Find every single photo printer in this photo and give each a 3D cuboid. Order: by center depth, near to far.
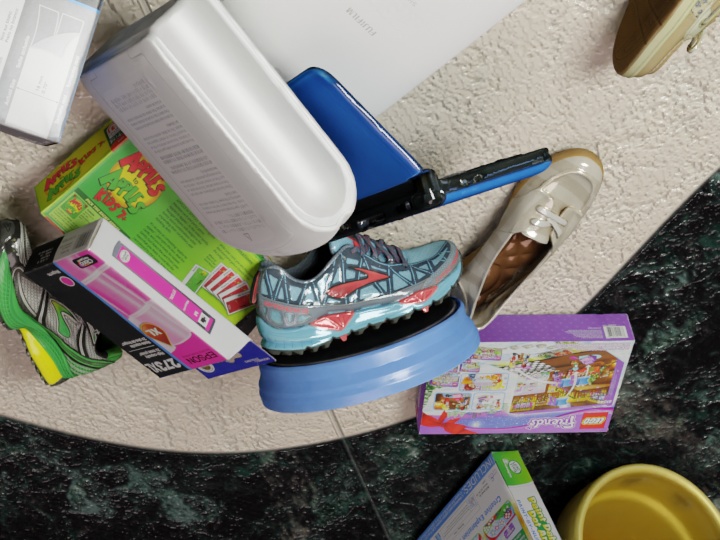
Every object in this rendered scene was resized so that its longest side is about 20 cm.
[{"bbox_3d":[0.005,-0.204,0.893,0.199,0.070,0.166,-34,128,26],"label":"photo printer"},{"bbox_3d":[-0.098,-0.095,0.900,0.201,0.070,0.166,50,156,-18],"label":"photo printer"}]

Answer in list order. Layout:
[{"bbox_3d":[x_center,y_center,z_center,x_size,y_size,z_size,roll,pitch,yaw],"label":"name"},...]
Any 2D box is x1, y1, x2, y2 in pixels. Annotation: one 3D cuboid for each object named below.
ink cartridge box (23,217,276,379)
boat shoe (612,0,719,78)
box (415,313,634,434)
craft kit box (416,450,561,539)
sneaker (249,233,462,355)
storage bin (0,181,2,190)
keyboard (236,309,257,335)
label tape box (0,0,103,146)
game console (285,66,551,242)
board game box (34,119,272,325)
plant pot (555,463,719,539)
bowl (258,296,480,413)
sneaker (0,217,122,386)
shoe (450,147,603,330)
[{"bbox_3d":[-0.168,0.038,1.014,0.094,0.037,0.200,-16,135,42],"label":"ink cartridge box"},{"bbox_3d":[0.257,-0.214,0.903,0.062,0.074,0.201,22,128,-21],"label":"boat shoe"},{"bbox_3d":[0.157,0.103,1.227,0.196,0.039,0.138,0,134,-5],"label":"box"},{"bbox_3d":[0.146,0.332,1.340,0.048,0.199,0.201,4,138,-32],"label":"craft kit box"},{"bbox_3d":[0.000,0.000,1.066,0.198,0.079,0.097,-21,106,-23],"label":"sneaker"},{"bbox_3d":[-0.407,-0.088,0.953,0.198,0.095,0.199,-36,127,27],"label":"storage bin"},{"bbox_3d":[-0.166,-0.006,1.107,0.199,0.040,0.104,34,103,-33],"label":"keyboard"},{"bbox_3d":[-0.279,-0.184,0.838,0.198,0.063,0.146,18,87,-23],"label":"label tape box"},{"bbox_3d":[0.018,-0.097,0.958,0.169,0.120,0.199,-19,-177,-25],"label":"game console"},{"bbox_3d":[-0.164,-0.028,1.040,0.101,0.048,0.200,-40,127,3],"label":"board game box"},{"bbox_3d":[0.282,0.340,1.376,0.198,0.203,0.189,11,147,-16],"label":"plant pot"},{"bbox_3d":[0.004,0.068,1.087,0.198,0.201,0.040,-14,100,9],"label":"bowl"},{"bbox_3d":[-0.268,0.020,1.096,0.084,0.079,0.201,-16,143,1],"label":"sneaker"},{"bbox_3d":[0.146,-0.023,1.093,0.069,0.054,0.201,21,129,-23],"label":"shoe"}]
